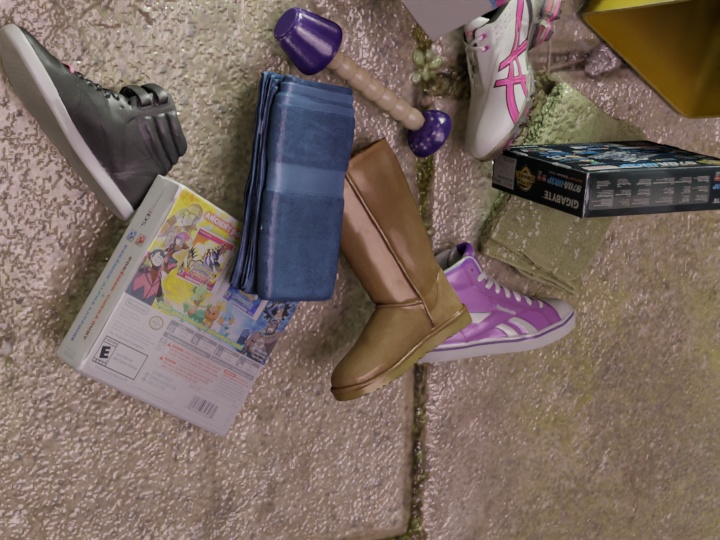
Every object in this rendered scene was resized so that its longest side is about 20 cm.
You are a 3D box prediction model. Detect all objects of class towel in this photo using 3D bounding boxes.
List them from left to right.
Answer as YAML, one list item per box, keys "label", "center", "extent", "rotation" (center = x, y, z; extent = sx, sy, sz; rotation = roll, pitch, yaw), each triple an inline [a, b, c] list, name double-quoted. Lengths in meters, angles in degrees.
- label: "towel"
  center: [-0.058, -0.072, 1.217]
  extent: [0.111, 0.048, 0.201]
  rotation: [5, 92, -50]
- label: "towel"
  center: [0.215, -0.085, 1.439]
  extent: [0.148, 0.036, 0.201]
  rotation: [25, 90, -31]

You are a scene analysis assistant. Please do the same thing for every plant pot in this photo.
- label: "plant pot"
  center: [0.390, -0.289, 1.408]
  extent: [0.200, 0.200, 0.177]
  rotation: [36, 73, -31]

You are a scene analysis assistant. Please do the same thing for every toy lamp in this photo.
- label: "toy lamp"
  center: [0.001, -0.179, 1.281]
  extent: [0.200, 0.058, 0.058]
  rotation: [36, 84, -33]

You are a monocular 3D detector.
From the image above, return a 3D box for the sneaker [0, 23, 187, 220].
- label: "sneaker"
  center: [-0.222, -0.147, 1.153]
  extent: [0.099, 0.071, 0.200]
  rotation: [-43, 125, -16]

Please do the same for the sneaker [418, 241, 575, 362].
- label: "sneaker"
  center: [0.139, 0.025, 1.402]
  extent: [0.200, 0.073, 0.115]
  rotation: [-8, 104, -28]

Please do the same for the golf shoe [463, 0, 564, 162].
- label: "golf shoe"
  center: [0.131, -0.209, 1.342]
  extent: [0.092, 0.073, 0.201]
  rotation: [19, 82, -26]

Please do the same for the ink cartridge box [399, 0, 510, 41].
- label: "ink cartridge box"
  center: [0.092, -0.316, 1.211]
  extent: [0.200, 0.129, 0.125]
  rotation: [-24, 133, 24]

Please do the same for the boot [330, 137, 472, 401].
- label: "boot"
  center: [0.000, 0.000, 1.295]
  extent: [0.175, 0.066, 0.200]
  rotation: [-34, 102, -29]

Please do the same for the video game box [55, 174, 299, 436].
- label: "video game box"
  center: [-0.152, 0.036, 1.223]
  extent: [0.200, 0.047, 0.183]
  rotation: [34, 86, -48]

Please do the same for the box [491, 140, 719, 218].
- label: "box"
  center: [0.255, -0.094, 1.346]
  extent: [0.199, 0.159, 0.046]
  rotation: [-5, 106, -28]
